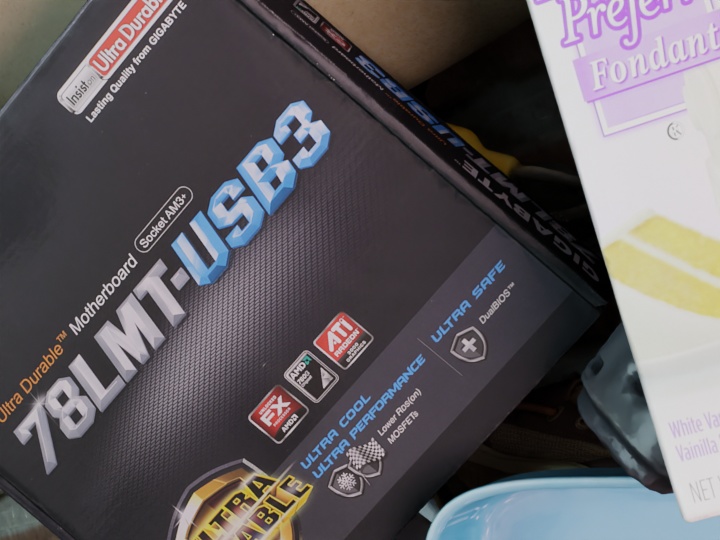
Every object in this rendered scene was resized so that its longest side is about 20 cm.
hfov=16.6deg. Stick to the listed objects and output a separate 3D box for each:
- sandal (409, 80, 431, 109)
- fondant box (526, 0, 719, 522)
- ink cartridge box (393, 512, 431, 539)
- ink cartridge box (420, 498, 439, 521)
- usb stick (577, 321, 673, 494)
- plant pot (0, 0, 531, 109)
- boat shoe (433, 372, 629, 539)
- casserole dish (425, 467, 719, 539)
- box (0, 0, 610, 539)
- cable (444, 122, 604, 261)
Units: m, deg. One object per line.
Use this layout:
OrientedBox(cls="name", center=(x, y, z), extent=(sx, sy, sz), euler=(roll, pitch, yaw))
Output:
OrientedBox(cls="sandal", center=(0.003, -0.062, 1.057), extent=(0.075, 0.045, 0.200), euler=(37, 125, 23))
OrientedBox(cls="fondant box", center=(0.133, -0.045, 0.684), extent=(0.144, 0.058, 0.201), euler=(-18, 87, 26))
OrientedBox(cls="ink cartridge box", center=(0.052, 0.200, 0.932), extent=(0.200, 0.084, 0.146), euler=(34, 143, 36))
OrientedBox(cls="ink cartridge box", center=(0.040, 0.188, 1.073), extent=(0.200, 0.043, 0.197), euler=(45, 136, 50))
OrientedBox(cls="usb stick", center=(0.138, -0.019, 0.737), extent=(0.055, 0.033, 0.200), euler=(48, 114, 28))
OrientedBox(cls="plant pot", center=(-0.023, -0.131, 0.916), extent=(0.199, 0.187, 0.188), euler=(-11, 89, 24))
OrientedBox(cls="boat shoe", center=(0.077, 0.078, 0.938), extent=(0.072, 0.072, 0.200), euler=(62, 165, -8))
OrientedBox(cls="casserole dish", center=(0.112, 0.118, 0.812), extent=(0.199, 0.039, 0.122), euler=(-1, 108, 19))
OrientedBox(cls="box", center=(-0.050, 0.011, 0.854), extent=(0.198, 0.050, 0.200), euler=(41, 108, -5))
OrientedBox(cls="cable", center=(0.076, -0.014, 0.858), extent=(0.200, 0.050, 0.097), euler=(-1, 106, 41))
